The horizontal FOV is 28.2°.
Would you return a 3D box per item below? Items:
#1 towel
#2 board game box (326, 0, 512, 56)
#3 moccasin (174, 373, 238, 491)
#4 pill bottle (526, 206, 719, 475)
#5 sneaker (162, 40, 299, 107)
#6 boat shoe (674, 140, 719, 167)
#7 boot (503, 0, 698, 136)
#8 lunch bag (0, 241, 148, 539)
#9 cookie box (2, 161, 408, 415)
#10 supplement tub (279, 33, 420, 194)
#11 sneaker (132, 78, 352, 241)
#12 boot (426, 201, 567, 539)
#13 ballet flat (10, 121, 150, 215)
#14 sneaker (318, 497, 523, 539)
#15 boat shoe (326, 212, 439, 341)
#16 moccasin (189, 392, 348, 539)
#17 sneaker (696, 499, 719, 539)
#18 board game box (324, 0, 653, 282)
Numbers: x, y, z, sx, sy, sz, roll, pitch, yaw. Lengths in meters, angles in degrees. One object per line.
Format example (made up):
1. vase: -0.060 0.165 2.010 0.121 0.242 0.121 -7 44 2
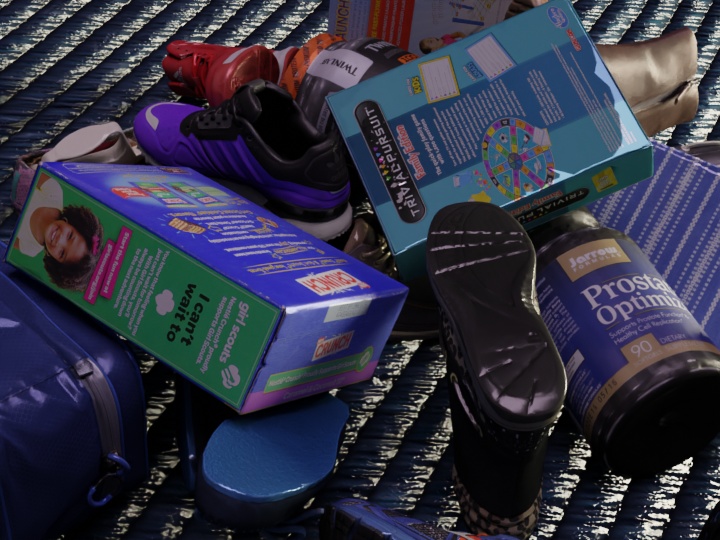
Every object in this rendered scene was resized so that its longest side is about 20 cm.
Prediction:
1. towel: 0.227 -0.027 1.127 0.199 0.024 0.145 27 87 22
2. board game box: 0.072 -0.217 1.237 0.195 0.201 0.056 12 38 5
3. moccasin: -0.093 0.066 0.994 0.068 0.081 0.201 4 43 -9
4. pill bottle: 0.174 0.041 1.033 0.111 0.112 0.200 -12 46 -20
5. sneaker: -0.125 -0.156 1.218 0.115 0.079 0.200 4 8 12
6. boat shoe: 0.292 -0.080 1.216 0.199 0.074 0.061 -15 51 -11
7. boot: 0.205 -0.174 1.203 0.166 0.201 0.072 -27 43 -15
8. lunch bag: -0.220 0.079 0.919 0.200 0.136 0.132 35 49 28
9. cookie box: -0.096 0.004 0.928 0.199 0.076 0.171 29 15 24
10. supplement tub: 0.036 -0.114 1.177 0.199 0.123 0.123 28 46 21
11. sneaker: -0.088 -0.104 1.072 0.199 0.100 0.070 25 47 25
12. boot: 0.083 0.067 0.960 0.073 0.154 0.204 -5 43 -7
13. ballet flat: -0.188 -0.094 1.162 0.199 0.071 0.069 -21 54 -27
14. sneaker: 0.065 0.195 0.892 0.199 0.076 0.078 25 30 14
15. boat shoe: 0.000 0.000 1.083 0.199 0.074 0.075 7 42 0
16. moccasin: -0.050 0.127 0.876 0.080 0.068 0.200 28 14 12
17. sneaker: 0.204 0.200 0.861 0.073 0.112 0.200 29 47 24
18. board game box: 0.093 -0.099 1.060 0.199 0.047 0.152 -23 61 1
